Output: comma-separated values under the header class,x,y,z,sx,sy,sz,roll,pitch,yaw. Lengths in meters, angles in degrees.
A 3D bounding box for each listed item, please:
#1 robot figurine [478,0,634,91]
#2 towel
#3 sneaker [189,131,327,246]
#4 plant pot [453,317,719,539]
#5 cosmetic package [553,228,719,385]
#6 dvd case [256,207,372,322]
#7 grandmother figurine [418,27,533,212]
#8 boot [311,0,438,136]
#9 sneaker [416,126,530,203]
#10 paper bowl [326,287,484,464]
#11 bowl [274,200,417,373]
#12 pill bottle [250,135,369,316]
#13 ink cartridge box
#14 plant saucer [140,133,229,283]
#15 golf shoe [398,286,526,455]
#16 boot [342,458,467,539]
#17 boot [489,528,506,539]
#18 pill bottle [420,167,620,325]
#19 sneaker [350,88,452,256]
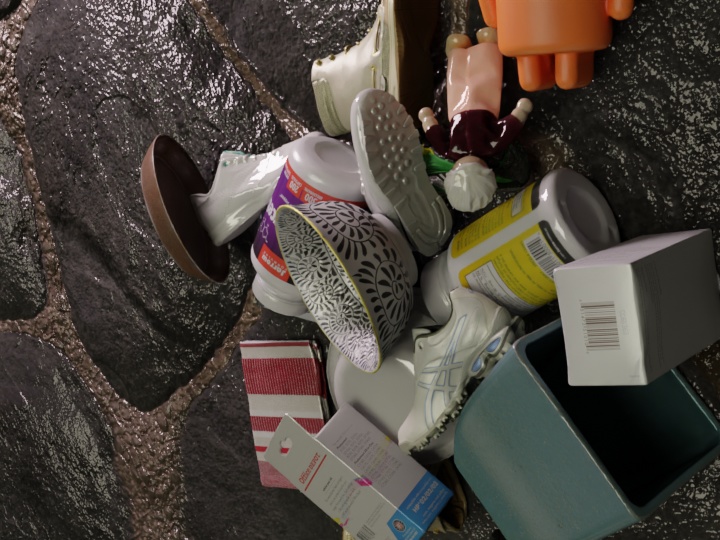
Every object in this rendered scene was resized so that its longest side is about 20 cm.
class,x,y,z,sx,sy,sz,roll,pitch,yaw
robot figurine,0.186,-0.279,1.104,0.144,0.115,0.202,-157,62,-67
towel,-0.094,0.191,1.500,0.143,0.023,0.202,-4,96,41
sneaker,-0.130,-0.120,1.389,0.199,0.075,0.089,-37,87,18
plant pot,0.209,0.175,1.155,0.197,0.195,0.200,55,134,14
cosmetic package,0.267,0.031,1.062,0.081,0.199,0.114,-5,95,37
dvd case,-0.050,-0.008,1.415,0.199,0.025,0.152,13,109,35
grandmother figurine,0.119,-0.153,1.163,0.120,0.060,0.202,-10,60,33
boot,0.012,-0.256,1.276,0.154,0.072,0.202,0,89,48
sneaker,0.103,-0.113,1.244,0.199,0.078,0.086,12,136,41
paper bowl,0.049,0.129,1.303,0.199,0.104,0.203,11,114,27
bowl,0.000,0.000,1.207,0.201,0.094,0.201,51,160,27
pill bottle,-0.060,-0.048,1.324,0.112,0.112,0.201,39,122,24
ink cartridge box,-0.006,0.231,1.280,0.200,0.068,0.115,39,141,9
plant saucer,-0.225,-0.073,1.429,0.034,0.200,0.202,-22,86,10
golf shoe,0.084,0.102,1.184,0.097,0.078,0.201,40,114,10
boot,0.057,0.318,1.381,0.154,0.073,0.202,-1,97,37
boot,0.205,0.399,1.294,0.200,0.067,0.132,40,127,33
pill bottle,0.163,-0.012,1.188,0.199,0.114,0.115,-33,80,38
sneaker,0.026,-0.103,1.208,0.080,0.076,0.201,20,140,50
